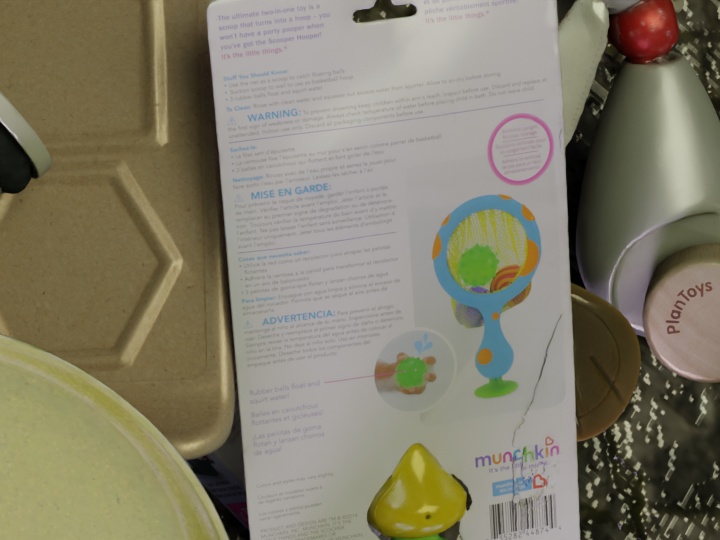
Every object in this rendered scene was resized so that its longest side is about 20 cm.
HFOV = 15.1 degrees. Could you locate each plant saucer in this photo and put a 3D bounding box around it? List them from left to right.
[{"bbox_3d":[-0.133,0.101,0.856,0.200,0.031,0.200,2,113,4],"label":"plant saucer"}]

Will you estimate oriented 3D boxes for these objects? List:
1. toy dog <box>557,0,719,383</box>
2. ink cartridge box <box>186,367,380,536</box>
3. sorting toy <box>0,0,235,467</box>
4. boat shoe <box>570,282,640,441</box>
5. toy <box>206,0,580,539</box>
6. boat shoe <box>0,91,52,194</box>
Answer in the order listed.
[{"bbox_3d":[0.085,-0.048,1.009,0.096,0.132,0.200,-19,86,11],"label":"toy dog"},{"bbox_3d":[-0.045,0.001,0.964,0.200,0.042,0.119,47,66,-16],"label":"ink cartridge box"},{"bbox_3d":[-0.133,-0.033,0.889,0.185,0.036,0.200,-2,80,7],"label":"sorting toy"},{"bbox_3d":[0.002,-0.002,0.942,0.200,0.063,0.073,24,89,-15],"label":"boat shoe"},{"bbox_3d":[0.008,0.003,0.888,0.115,0.047,0.200,-9,102,-17],"label":"toy"},{"bbox_3d":[-0.187,-0.073,0.820,0.199,0.074,0.066,40,76,-19],"label":"boat shoe"}]
